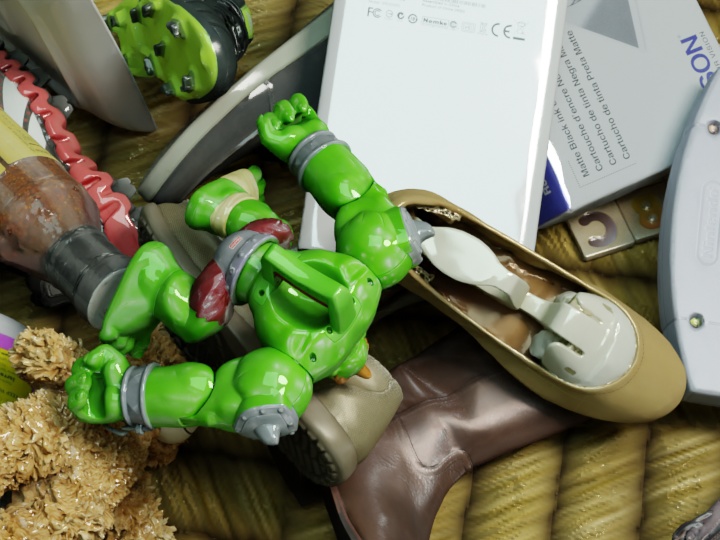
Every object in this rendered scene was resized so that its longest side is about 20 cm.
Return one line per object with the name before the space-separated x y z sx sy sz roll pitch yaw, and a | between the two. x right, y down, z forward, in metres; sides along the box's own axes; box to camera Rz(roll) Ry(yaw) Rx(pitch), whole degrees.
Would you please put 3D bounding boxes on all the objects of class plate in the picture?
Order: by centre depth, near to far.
plate | -0.217 -0.174 1.196 0.032 0.200 0.200 -44 69 -11

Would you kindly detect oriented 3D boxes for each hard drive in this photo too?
hard drive | 0.044 -0.100 1.142 0.132 0.027 0.200 8 83 -2

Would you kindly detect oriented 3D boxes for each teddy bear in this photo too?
teddy bear | -0.142 0.093 1.052 0.067 0.200 0.145 -23 80 35

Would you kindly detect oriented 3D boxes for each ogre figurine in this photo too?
ogre figurine | -0.050 0.011 1.018 0.120 0.098 0.200 27 50 27

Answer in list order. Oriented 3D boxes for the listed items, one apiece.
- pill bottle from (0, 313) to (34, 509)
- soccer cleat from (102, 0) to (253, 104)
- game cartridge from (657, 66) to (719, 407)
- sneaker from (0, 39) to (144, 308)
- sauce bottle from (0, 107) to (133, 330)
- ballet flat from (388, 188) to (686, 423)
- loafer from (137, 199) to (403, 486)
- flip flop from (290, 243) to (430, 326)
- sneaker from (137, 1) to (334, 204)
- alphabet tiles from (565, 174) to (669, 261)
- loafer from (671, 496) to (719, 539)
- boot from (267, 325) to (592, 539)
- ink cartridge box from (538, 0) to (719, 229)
pill bottle | -0.223 0.126 1.075 0.104 0.104 0.200 -2 60 -1
soccer cleat | -0.096 -0.141 1.195 0.081 0.200 0.068 -15 105 -16
game cartridge | 0.238 -0.014 1.154 0.133 0.041 0.200 11 72 -7
sneaker | -0.205 -0.055 1.197 0.098 0.071 0.200 -31 65 -18
sauce bottle | -0.188 -0.037 1.100 0.066 0.066 0.200 -34 53 -17
ballet flat | 0.089 0.022 1.086 0.200 0.063 0.069 30 84 0
loafer | -0.051 0.032 1.104 0.067 0.076 0.200 -29 64 -25
flip flop | 0.000 0.000 1.169 0.200 0.058 0.081 -21 62 -8
sneaker | -0.030 -0.079 1.196 0.200 0.075 0.106 -40 97 -12
alphabet tiles | 0.147 -0.102 1.257 0.166 0.006 0.200 -17 61 -9
loafer | 0.199 0.151 1.084 0.200 0.072 0.063 -33 45 -24
boot | 0.073 0.107 1.111 0.200 0.064 0.186 -24 64 -18
ink cartridge box | 0.110 -0.134 1.193 0.200 0.041 0.200 -24 85 -22
